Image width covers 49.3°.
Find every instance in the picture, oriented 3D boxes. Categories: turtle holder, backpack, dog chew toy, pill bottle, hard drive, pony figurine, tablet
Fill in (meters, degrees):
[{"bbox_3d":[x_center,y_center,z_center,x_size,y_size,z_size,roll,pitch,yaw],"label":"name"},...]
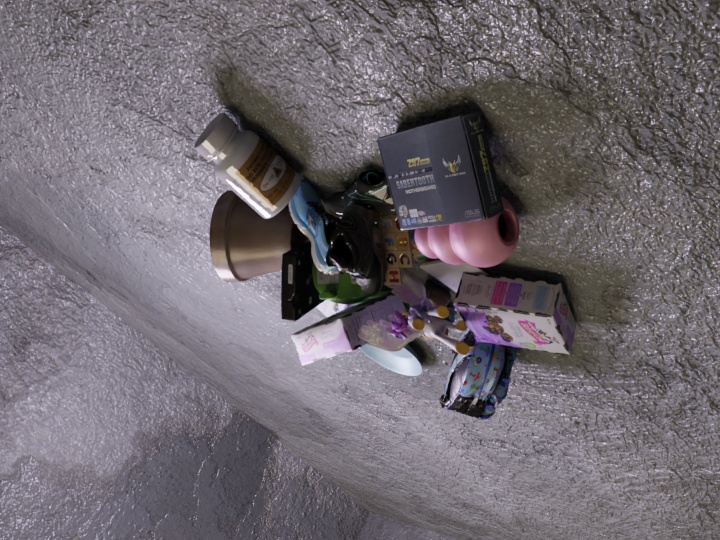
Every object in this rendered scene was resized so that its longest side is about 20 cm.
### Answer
[{"bbox_3d":[-0.008,-0.008,1.666,0.143,0.184,0.131,59,-165,14],"label":"turtle holder"},{"bbox_3d":[0.264,0.204,1.702,0.132,0.185,0.202,18,143,4],"label":"backpack"},{"bbox_3d":[0.172,-0.066,1.339,0.198,0.126,0.125,-5,139,47],"label":"dog chew toy"},{"bbox_3d":[-0.221,-0.206,1.529,0.200,0.116,0.113,42,153,-24],"label":"pill bottle"},{"bbox_3d":[-0.117,0.015,1.684,0.037,0.200,0.143,7,105,18],"label":"hard drive"},{"bbox_3d":[0.113,0.099,1.534,0.191,0.169,0.200,27,173,-12],"label":"pony figurine"},{"bbox_3d":[0.224,0.030,1.562,0.198,0.014,0.129,33,155,-29],"label":"tablet"}]

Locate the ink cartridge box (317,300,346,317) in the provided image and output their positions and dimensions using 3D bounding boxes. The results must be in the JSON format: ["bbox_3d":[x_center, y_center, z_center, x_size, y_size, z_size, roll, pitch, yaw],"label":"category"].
[{"bbox_3d":[-0.101,0.029,1.878,0.199,0.041,0.200,42,156,9],"label":"ink cartridge box"}]

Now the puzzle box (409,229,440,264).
[{"bbox_3d":[0.158,-0.052,1.507,0.132,0.026,0.199,38,154,-17],"label":"puzzle box"}]

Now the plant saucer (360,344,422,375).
[{"bbox_3d":[0.080,0.206,2.059,0.198,0.039,0.202,25,154,13],"label":"plant saucer"}]

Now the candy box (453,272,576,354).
[{"bbox_3d":[0.300,0.084,1.506,0.197,0.073,0.168,6,153,31],"label":"candy box"}]

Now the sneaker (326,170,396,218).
[{"bbox_3d":[0.010,-0.148,1.456,0.197,0.076,0.080,-3,127,40],"label":"sneaker"}]

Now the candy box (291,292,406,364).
[{"bbox_3d":[-0.020,0.122,1.670,0.166,0.198,0.073,-20,92,44],"label":"candy box"}]

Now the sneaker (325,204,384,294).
[{"bbox_3d":[-0.013,-0.012,1.463,0.075,0.115,0.202,15,140,26],"label":"sneaker"}]

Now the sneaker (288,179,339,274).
[{"bbox_3d":[-0.072,-0.099,1.558,0.090,0.077,0.202,-45,68,48],"label":"sneaker"}]

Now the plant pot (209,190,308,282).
[{"bbox_3d":[-0.211,-0.071,1.713,0.170,0.203,0.201,3,148,15],"label":"plant pot"}]

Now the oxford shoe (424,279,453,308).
[{"bbox_3d":[0.163,0.102,1.734,0.083,0.074,0.201,22,155,10],"label":"oxford shoe"}]

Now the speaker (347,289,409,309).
[{"bbox_3d":[0.042,0.089,1.825,0.088,0.089,0.198,43,153,-27],"label":"speaker"}]

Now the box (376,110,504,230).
[{"bbox_3d":[0.123,-0.153,1.239,0.198,0.050,0.161,-3,105,50],"label":"box"}]

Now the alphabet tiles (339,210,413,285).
[{"bbox_3d":[0.020,-0.056,1.535,0.197,0.006,0.170,0,101,42],"label":"alphabet tiles"}]
